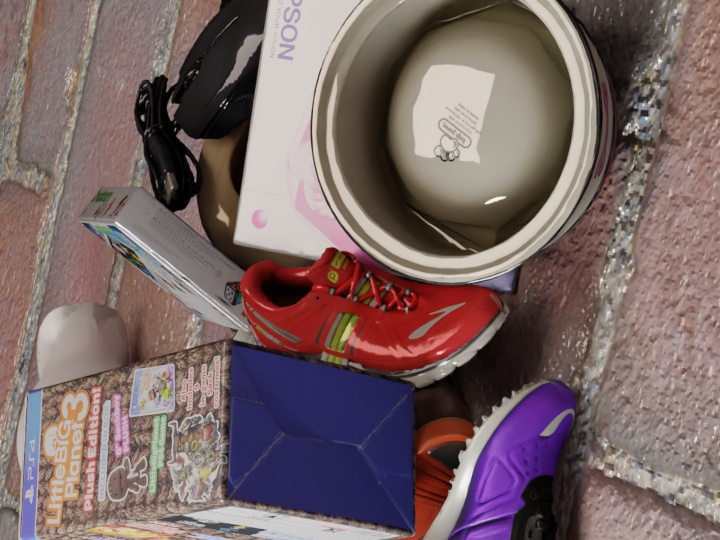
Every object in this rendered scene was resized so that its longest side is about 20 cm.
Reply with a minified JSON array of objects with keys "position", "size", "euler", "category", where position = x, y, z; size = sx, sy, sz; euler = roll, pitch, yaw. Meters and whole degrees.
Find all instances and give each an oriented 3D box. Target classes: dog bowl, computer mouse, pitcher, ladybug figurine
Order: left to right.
[{"position":[-0.234,0.149,2.042],"size":[0.200,0.120,0.173],"euler":[-107,16,-59],"category":"pitcher"},{"position":[-0.091,-0.145,1.687],"size":[0.200,0.053,0.139],"euler":[-37,41,18],"category":"computer mouse"},{"position":[-0.043,-0.081,1.730],"size":[0.072,0.135,0.201],"euler":[84,-150,-68],"category":"ladybug figurine"},{"position":[0.071,-0.091,1.479],"size":[0.199,0.074,0.202],"euler":[-1,89,29],"category":"dog bowl"}]

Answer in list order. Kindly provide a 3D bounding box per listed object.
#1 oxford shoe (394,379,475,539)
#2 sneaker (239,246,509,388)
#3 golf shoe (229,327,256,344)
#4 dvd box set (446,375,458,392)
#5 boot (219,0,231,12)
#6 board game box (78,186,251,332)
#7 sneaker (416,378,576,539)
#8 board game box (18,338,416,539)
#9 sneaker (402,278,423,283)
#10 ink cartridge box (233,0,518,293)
[{"position":[0.012,0.153,1.537],"size":[0.200,0.071,0.073],"euler":[-50,34,26],"category":"oxford shoe"},{"position":[0.000,0.025,1.531],"size":[0.199,0.085,0.077],"euler":[-2,37,36],"category":"sneaker"},{"position":[-0.055,0.074,1.677],"size":[0.097,0.079,0.200],"euler":[-26,22,13],"category":"golf shoe"},{"position":[0.024,0.182,1.603],"size":[0.201,0.029,0.147],"euler":[-60,33,33],"category":"dvd box set"},{"position":[-0.025,-0.267,1.763],"size":[0.198,0.073,0.163],"euler":[-52,12,53],"category":"boot"},{"position":[-0.136,-0.010,1.733],"size":[0.035,0.126,0.200],"euler":[-52,12,-7],"category":"board game box"},{"position":[0.094,0.168,1.444],"size":[0.099,0.069,0.201],"euler":[31,93,29],"category":"sneaker"},{"position":[-0.089,0.119,1.475],"size":[0.199,0.159,0.098],"euler":[-15,68,44],"category":"board game box"},{"position":[0.000,0.000,1.650],"size":[0.077,0.086,0.202],"euler":[-16,70,60],"category":"sneaker"},{"position":[0.020,-0.097,1.571],"size":[0.199,0.043,0.198],"euler":[10,93,28],"category":"ink cartridge box"}]
